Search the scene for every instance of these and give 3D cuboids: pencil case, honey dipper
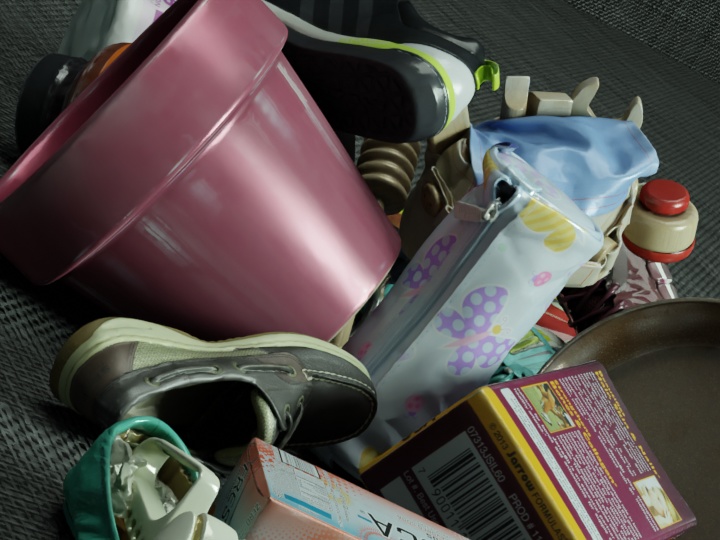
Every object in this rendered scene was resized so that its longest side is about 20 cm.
[{"bbox_3d":[0.048,0.029,1.332,0.083,0.200,0.091,39,14,11],"label":"pencil case"},{"bbox_3d":[0.000,0.000,1.444,0.038,0.038,0.201,27,54,-19],"label":"honey dipper"}]

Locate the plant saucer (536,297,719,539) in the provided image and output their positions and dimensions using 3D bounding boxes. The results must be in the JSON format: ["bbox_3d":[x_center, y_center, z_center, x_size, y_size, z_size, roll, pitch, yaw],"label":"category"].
[{"bbox_3d":[0.184,0.106,1.429,0.200,0.200,0.032,45,-9,41],"label":"plant saucer"}]

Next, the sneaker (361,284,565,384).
[{"bbox_3d":[0.089,0.061,1.574,0.199,0.078,0.080,32,23,-3],"label":"sneaker"}]

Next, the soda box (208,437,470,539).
[{"bbox_3d":[0.020,0.155,1.112,0.199,0.069,0.064,27,15,-18],"label":"soda box"}]

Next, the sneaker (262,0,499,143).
[{"bbox_3d":[-0.006,-0.123,1.386,0.199,0.072,0.083,25,43,36],"label":"sneaker"}]

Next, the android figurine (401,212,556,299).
[{"bbox_3d":[0.095,-0.012,1.768,0.181,0.041,0.199,14,1,38],"label":"android figurine"}]

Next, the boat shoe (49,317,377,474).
[{"bbox_3d":[-0.065,0.073,1.223,0.199,0.073,0.065,6,33,-41],"label":"boat shoe"}]

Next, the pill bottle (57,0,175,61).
[{"bbox_3d":[-0.106,-0.119,1.669,0.199,0.113,0.112,26,15,-25],"label":"pill bottle"}]

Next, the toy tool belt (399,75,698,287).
[{"bbox_3d":[0.121,-0.057,1.433,0.199,0.124,0.125,-6,35,-22],"label":"toy tool belt"}]

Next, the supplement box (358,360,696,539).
[{"bbox_3d":[0.094,0.122,1.284,0.111,0.085,0.200,59,20,11],"label":"supplement box"}]

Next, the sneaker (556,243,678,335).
[{"bbox_3d":[0.162,0.030,1.567,0.201,0.076,0.115,55,25,18],"label":"sneaker"}]

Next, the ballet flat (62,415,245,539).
[{"bbox_3d":[-0.083,0.119,1.010,0.067,0.071,0.200,25,16,-26],"label":"ballet flat"}]

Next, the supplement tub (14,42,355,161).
[{"bbox_3d":[-0.110,-0.079,1.479,0.199,0.108,0.107,15,9,18],"label":"supplement tub"}]

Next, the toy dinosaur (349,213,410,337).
[{"bbox_3d":[0.014,-0.017,1.500,0.180,0.202,0.105,-9,-7,18],"label":"toy dinosaur"}]

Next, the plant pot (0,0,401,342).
[{"bbox_3d":[-0.083,-0.036,1.327,0.179,0.200,0.200,45,12,-12],"label":"plant pot"}]

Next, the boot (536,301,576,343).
[{"bbox_3d":[0.140,0.072,1.649,0.200,0.073,0.144,34,12,39],"label":"boot"}]
